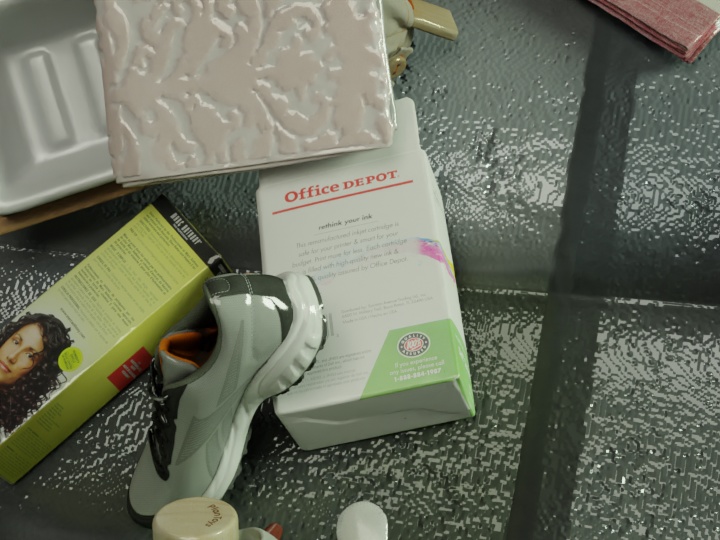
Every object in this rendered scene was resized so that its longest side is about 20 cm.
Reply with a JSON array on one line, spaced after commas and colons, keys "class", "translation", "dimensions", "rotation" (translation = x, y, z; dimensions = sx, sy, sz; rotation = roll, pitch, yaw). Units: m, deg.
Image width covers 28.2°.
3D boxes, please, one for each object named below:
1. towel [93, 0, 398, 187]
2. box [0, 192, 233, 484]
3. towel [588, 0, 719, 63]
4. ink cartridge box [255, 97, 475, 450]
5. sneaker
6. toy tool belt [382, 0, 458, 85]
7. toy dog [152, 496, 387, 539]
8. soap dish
[{"class": "towel", "translation": [-0.078, -0.163, 0.905], "dimensions": [0.189, 0.032, 0.202], "rotation": [-6, 91, 12]}, {"class": "box", "translation": [-0.178, 0.044, 0.941], "dimensions": [0.200, 0.050, 0.075], "rotation": [-42, 60, -9]}, {"class": "towel", "translation": [0.238, -0.244, 0.996], "dimensions": [0.200, 0.023, 0.144], "rotation": [-43, 59, -11]}, {"class": "ink cartridge box", "translation": [0.000, 0.000, 0.905], "dimensions": [0.116, 0.067, 0.202], "rotation": [-12, 62, 10]}, {"class": "sneaker", "translation": [-0.098, 0.074, 0.846], "dimensions": [0.201, 0.079, 0.074], "rotation": [-58, 39, 29]}, {"class": "toy tool belt", "translation": [-0.033, -0.205, 1.008], "dimensions": [0.122, 0.126, 0.200], "rotation": [-25, 56, -32]}, {"class": "toy dog", "translation": [-0.024, 0.185, 0.803], "dimensions": [0.199, 0.133, 0.096], "rotation": [30, 35, 22]}, {"class": "soap dish", "translation": [-0.179, -0.129, 0.982], "dimensions": [0.198, 0.081, 0.159], "rotation": [-17, 92, 5]}]
